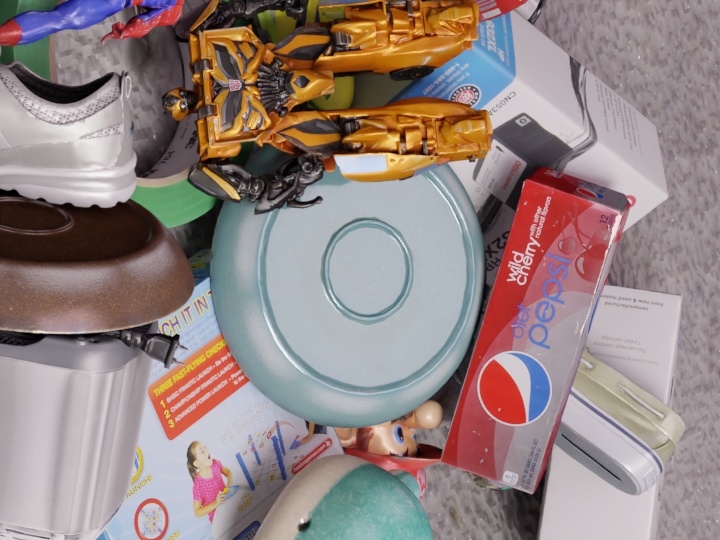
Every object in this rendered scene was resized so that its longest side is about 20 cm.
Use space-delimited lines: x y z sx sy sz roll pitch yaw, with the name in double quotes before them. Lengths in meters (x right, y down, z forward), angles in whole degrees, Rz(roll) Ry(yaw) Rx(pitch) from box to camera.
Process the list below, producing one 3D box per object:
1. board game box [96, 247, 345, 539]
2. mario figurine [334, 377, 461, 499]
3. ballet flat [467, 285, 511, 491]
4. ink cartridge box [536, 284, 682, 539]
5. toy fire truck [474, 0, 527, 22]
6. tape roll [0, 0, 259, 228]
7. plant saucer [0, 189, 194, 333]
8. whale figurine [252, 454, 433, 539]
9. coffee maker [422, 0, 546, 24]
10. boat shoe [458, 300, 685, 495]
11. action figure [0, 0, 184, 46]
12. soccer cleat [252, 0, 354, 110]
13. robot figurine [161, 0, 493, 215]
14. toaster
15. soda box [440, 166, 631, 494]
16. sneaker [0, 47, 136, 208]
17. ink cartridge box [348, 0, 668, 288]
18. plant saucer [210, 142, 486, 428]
"board game box" -0.108 0.115 1.349 0.200 0.056 0.197 -36 112 -40
"mario figurine" 0.022 0.058 1.444 0.122 0.106 0.202 -9 88 -23
"ballet flat" 0.113 0.060 1.565 0.072 0.072 0.202 2 86 -45
"ink cartridge box" 0.184 0.125 1.576 0.147 0.085 0.202 61 35 -74
"toy fire truck" 0.088 -0.269 1.394 0.141 0.048 0.201 55 42 -22
"tape roll" -0.148 -0.125 1.332 0.199 0.048 0.203 4 85 -44
"plant saucer" -0.187 -0.018 1.181 0.199 0.199 0.032 -9 118 -45
"whale figurine" 0.003 0.202 1.348 0.160 0.103 0.200 -57 151 -17
"coffee maker" 0.044 -0.270 1.474 0.200 0.134 0.193 40 60 -36
"boat shoe" 0.135 0.075 1.492 0.200 0.072 0.062 39 69 12
"action figure" -0.154 -0.166 1.265 0.199 0.051 0.066 -20 96 -46
"soccer cleat" -0.033 -0.187 1.371 0.065 0.083 0.201 -98 167 -58
"robot figurine" -0.022 -0.113 1.316 0.198 0.058 0.146 -5 81 -9
"toaster" -0.193 0.071 1.173 0.114 0.198 0.130 -56 157 -69
"soda box" 0.115 0.038 1.410 0.063 0.069 0.202 -37 144 -73
"sneaker" -0.220 -0.091 1.194 0.198 0.075 0.083 5 110 -15
"ink cartridge box" 0.090 -0.085 1.462 0.199 0.145 0.084 34 33 -29
"plant saucer" 0.000 0.000 1.366 0.198 0.027 0.202 1 88 -27
